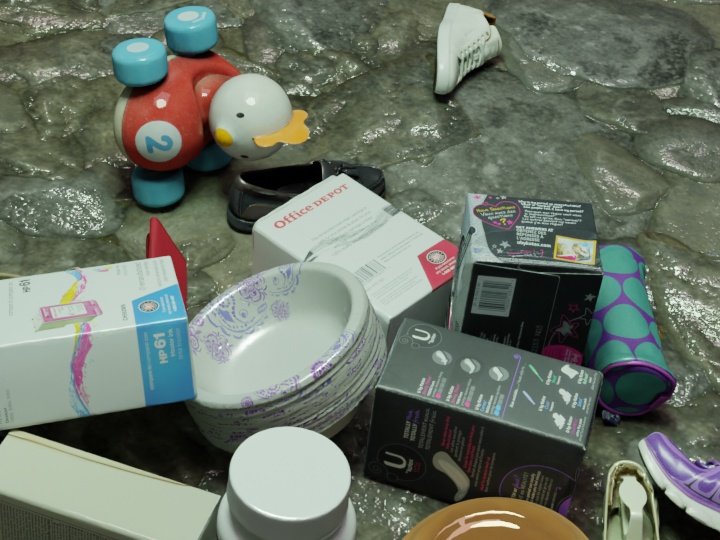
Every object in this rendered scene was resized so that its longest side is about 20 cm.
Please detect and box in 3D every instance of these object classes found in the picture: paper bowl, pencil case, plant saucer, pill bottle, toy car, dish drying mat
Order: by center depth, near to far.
[{"bbox_3d":[-0.061,0.231,1.192,0.112,0.202,0.115,4,40,-4],"label":"pill bottle"},{"bbox_3d":[0.116,0.270,1.275,0.197,0.038,0.202,-4,40,3],"label":"plant saucer"},{"bbox_3d":[-0.070,0.093,1.397,0.198,0.105,0.202,-17,32,11],"label":"paper bowl"},{"bbox_3d":[-0.199,0.035,1.507,0.018,0.077,0.201,-21,40,11],"label":"dish drying mat"},{"bbox_3d":[0.270,0.061,1.535,0.092,0.085,0.201,36,30,-26],"label":"pencil case"},{"bbox_3d":[-0.153,-0.167,1.635,0.198,0.186,0.177,17,39,29],"label":"toy car"}]

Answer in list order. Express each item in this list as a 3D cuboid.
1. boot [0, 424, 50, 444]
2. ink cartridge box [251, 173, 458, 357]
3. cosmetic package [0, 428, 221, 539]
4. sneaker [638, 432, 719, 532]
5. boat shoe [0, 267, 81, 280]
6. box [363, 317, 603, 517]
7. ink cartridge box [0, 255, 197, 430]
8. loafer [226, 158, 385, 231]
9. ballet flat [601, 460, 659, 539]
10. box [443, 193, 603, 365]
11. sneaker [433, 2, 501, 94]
[{"bbox_3d":[-0.384,0.127,1.368,0.197,0.071,0.132,-2,39,-9],"label":"boot"},{"bbox_3d":[0.000,0.000,1.566,0.199,0.084,0.145,34,47,29],"label":"ink cartridge box"},{"bbox_3d":[-0.223,0.220,1.258,0.197,0.105,0.073,16,40,9],"label":"cosmetic package"},{"bbox_3d":[0.349,0.205,1.364,0.199,0.084,0.081,32,4,19],"label":"sneaker"},{"bbox_3d":[-0.280,0.034,1.460,0.198,0.066,0.072,4,22,-37],"label":"boat shoe"},{"bbox_3d":[0.114,0.144,1.383,0.197,0.123,0.107,16,40,9],"label":"box"},{"bbox_3d":[-0.255,0.064,1.324,0.197,0.086,0.145,-10,25,-10],"label":"ink cartridge box"},{"bbox_3d":[-0.057,-0.095,1.685,0.197,0.064,0.072,-14,44,-23],"label":"loafer"},{"bbox_3d":[0.241,0.252,1.320,0.068,0.070,0.201,8,40,1],"label":"ballet flat"},{"bbox_3d":[0.152,0.039,1.452,0.130,0.202,0.115,5,38,-3],"label":"box"},{"bbox_3d":[0.142,-0.295,1.943,0.083,0.074,0.201,10,39,7],"label":"sneaker"}]
